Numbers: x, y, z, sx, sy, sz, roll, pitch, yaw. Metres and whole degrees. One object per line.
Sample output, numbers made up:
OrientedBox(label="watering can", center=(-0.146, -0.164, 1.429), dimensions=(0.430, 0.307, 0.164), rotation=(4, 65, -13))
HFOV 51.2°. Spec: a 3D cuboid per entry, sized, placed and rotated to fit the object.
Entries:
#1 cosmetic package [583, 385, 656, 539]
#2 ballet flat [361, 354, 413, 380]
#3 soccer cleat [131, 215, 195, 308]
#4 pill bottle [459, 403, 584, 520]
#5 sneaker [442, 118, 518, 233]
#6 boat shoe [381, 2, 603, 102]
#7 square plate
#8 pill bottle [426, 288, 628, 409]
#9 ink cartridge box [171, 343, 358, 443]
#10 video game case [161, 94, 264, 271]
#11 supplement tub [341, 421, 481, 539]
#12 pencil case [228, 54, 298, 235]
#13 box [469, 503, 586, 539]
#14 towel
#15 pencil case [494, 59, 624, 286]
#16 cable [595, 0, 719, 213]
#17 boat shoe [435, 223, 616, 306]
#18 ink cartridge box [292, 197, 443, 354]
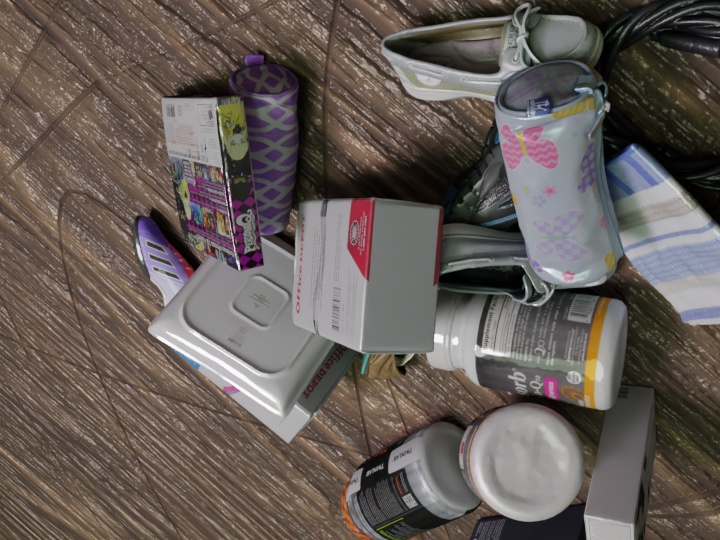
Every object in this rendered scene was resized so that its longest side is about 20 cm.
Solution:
OrientedBox(label="cosmetic package", center=(0.278, 0.216, 0.792), dimensions=(0.050, 0.200, 0.083), rotation=(3, 122, 25))
OrientedBox(label="ballet flat", center=(0.046, 0.060, 0.920), dimensions=(0.072, 0.068, 0.201), rotation=(8, 126, 1))
OrientedBox(label="soccer cleat", center=(-0.257, 0.009, 1.064), dimensions=(0.073, 0.068, 0.201), rotation=(-16, 110, 11))
OrientedBox(label="pill bottle", center=(0.171, 0.210, 0.842), dimensions=(0.116, 0.117, 0.200), rotation=(32, 171, 7))
OrientedBox(label="sneaker", center=(0.156, -0.104, 0.746), dimensions=(0.081, 0.074, 0.200), rotation=(25, 138, -9))
OrientedBox(label="boat shoe", center=(0.114, -0.197, 0.679), dimensions=(0.201, 0.075, 0.065), rotation=(8, 167, 36))
OrientedBox(label="square plate", center=(-0.120, 0.044, 0.912), dimensions=(0.199, 0.199, 0.029), rotation=(30, 151, 9))
OrientedBox(label="pill bottle", center=(0.178, 0.075, 0.812), dimensions=(0.198, 0.116, 0.117), rotation=(7, 124, 26))
OrientedBox(label="ink cartridge box", center=(-0.120, 0.103, 0.983), dimensions=(0.200, 0.145, 0.085), rotation=(38, 132, 2))
OrientedBox(label="video game case", center=(-0.172, -0.107, 0.855), dimensions=(0.200, 0.036, 0.183), rotation=(20, 119, 58))
OrientedBox(label="supplement tub", center=(0.066, 0.295, 1.022), dimensions=(0.123, 0.123, 0.200), rotation=(45, 131, -5))
OrientedBox(label="pencil case", center=(-0.114, -0.136, 0.867), dimensions=(0.083, 0.086, 0.201), rotation=(0, 129, -14))
OrientedBox(label="box", center=(0.265, 0.433, 1.013), dimensions=(0.181, 0.104, 0.201), rotation=(-23, 108, 40))
OrientedBox(label="towel", center=(0.282, -0.025, 0.693), dimensions=(0.200, 0.024, 0.147), rotation=(46, 169, -3))
OrientedBox(label="pencil case", center=(0.176, -0.080, 0.654), dimensions=(0.090, 0.083, 0.201), rotation=(-5, 131, 19))
OrientedBox(label="cable", center=(0.279, -0.149, 0.644), dimensions=(0.200, 0.051, 0.163), rotation=(41, 134, 2))
OrientedBox(label="boat shoe", center=(0.163, 0.003, 0.762), dimensions=(0.199, 0.072, 0.070), rotation=(6, 142, -4))
OrientedBox(label="ink cartridge box", center=(0.000, 0.000, 0.794), dimensions=(0.200, 0.083, 0.147), rotation=(-170, 83, -66))
